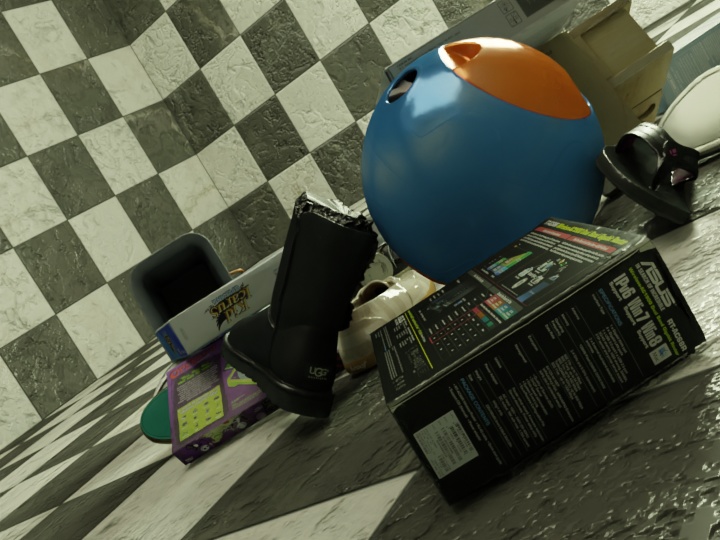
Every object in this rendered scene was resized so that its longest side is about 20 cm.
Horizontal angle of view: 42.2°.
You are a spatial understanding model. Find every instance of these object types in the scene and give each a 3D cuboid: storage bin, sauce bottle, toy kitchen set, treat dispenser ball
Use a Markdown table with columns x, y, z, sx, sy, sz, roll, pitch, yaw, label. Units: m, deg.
| x | y | z | sx | sy | sz | roll | pitch | yaw | label |
| --- | --- | --- | --- | --- | --- | --- | --- | --- | --- |
| -0.212 | 0.059 | 1.303 | 0.144 | 0.202 | 0.134 | -32 | -3 | -7 | storage bin |
| 0.000 | 0.000 | 1.081 | 0.065 | 0.067 | 0.200 | -33 | 7 | -10 | sauce bottle |
| 0.238 | -0.130 | 0.974 | 0.198 | 0.165 | 0.181 | -33 | -22 | -2 | toy kitchen set |
| 0.098 | -0.084 | 0.761 | 0.199 | 0.203 | 0.201 | -32 | 6 | 4 | treat dispenser ball |

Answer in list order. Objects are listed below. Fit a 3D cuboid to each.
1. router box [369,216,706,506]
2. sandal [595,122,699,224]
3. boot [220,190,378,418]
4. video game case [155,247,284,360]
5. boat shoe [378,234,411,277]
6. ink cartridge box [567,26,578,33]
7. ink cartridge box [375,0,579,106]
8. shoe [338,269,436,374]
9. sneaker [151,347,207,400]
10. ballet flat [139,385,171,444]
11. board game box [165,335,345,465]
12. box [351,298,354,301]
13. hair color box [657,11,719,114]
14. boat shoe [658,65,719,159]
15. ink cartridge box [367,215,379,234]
| x | y | z | sx | sy | sz | roll | pitch | yaw | label |
| --- | --- | --- | --- | --- | --- | --- | --- | --- | --- |
| 0.085 | 0.038 | 0.533 | 0.148 | 0.063 | 0.200 | -33 | 6 | 2 | router box |
| 0.222 | -0.087 | 0.703 | 0.048 | 0.075 | 0.200 | -61 | -7 | 25 | sandal |
| -0.053 | 0.018 | 0.815 | 0.200 | 0.075 | 0.172 | 24 | 99 | 66 | boot |
| -0.137 | 0.033 | 1.047 | 0.180 | 0.046 | 0.200 | -35 | 4 | -17 | video game case |
| 0.044 | -0.020 | 1.183 | 0.074 | 0.063 | 0.199 | -34 | 7 | -30 | boat shoe |
| 0.264 | -0.218 | 1.193 | 0.084 | 0.147 | 0.200 | -34 | 7 | -11 | ink cartridge box |
| 0.106 | -0.199 | 0.916 | 0.198 | 0.044 | 0.174 | -33 | -5 | -8 | ink cartridge box |
| 0.024 | 0.033 | 0.910 | 0.069 | 0.054 | 0.200 | -29 | 7 | 25 | shoe |
| -0.155 | 0.117 | 1.093 | 0.199 | 0.077 | 0.087 | -38 | 14 | -37 | sneaker |
| -0.148 | 0.131 | 1.023 | 0.198 | 0.071 | 0.071 | -33 | 6 | 9 | ballet flat |
| -0.106 | 0.098 | 0.938 | 0.198 | 0.032 | 0.121 | -31 | 41 | 8 | board game box |
| -0.054 | 0.035 | 1.193 | 0.050 | 0.076 | 0.200 | -30 | 6 | 13 | box |
| 0.432 | -0.271 | 1.164 | 0.198 | 0.061 | 0.099 | -34 | 7 | -4 | hair color box |
| 0.344 | -0.151 | 0.789 | 0.199 | 0.074 | 0.062 | -38 | -39 | 17 | boat shoe |
| 0.098 | -0.071 | 1.297 | 0.171 | 0.044 | 0.199 | -4 | -14 | -37 | ink cartridge box |
